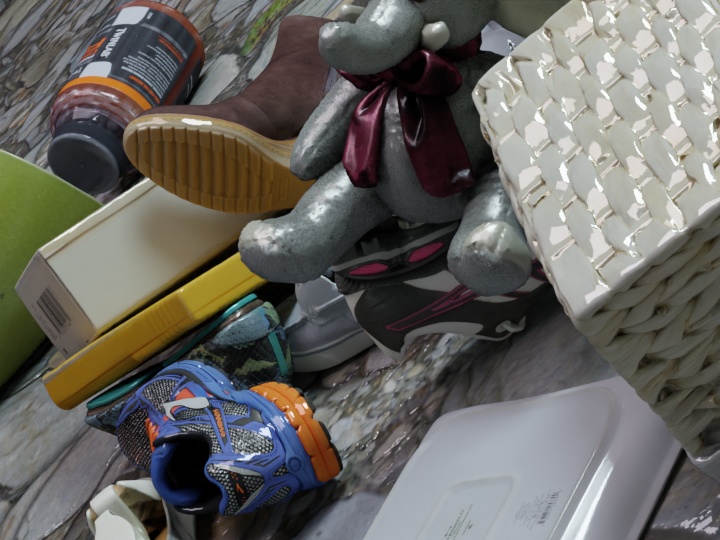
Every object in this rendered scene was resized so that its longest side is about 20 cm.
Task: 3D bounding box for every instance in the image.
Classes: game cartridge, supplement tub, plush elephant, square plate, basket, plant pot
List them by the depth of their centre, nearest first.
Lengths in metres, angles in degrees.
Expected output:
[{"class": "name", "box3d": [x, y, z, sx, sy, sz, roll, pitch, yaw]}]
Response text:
[{"class": "basket", "box3d": [0.143, -0.034, 0.893, 0.136, 0.123, 0.200, -40, 34, 16]}, {"class": "square plate", "box3d": [0.054, 0.125, 0.961, 0.198, 0.028, 0.200, -18, 34, 53]}, {"class": "plush elephant", "box3d": [0.031, -0.101, 1.041, 0.165, 0.155, 0.200, 8, 45, 37]}, {"class": "game cartridge", "box3d": [-0.096, 0.017, 1.351, 0.176, 0.032, 0.200, -33, 3, -37]}, {"class": "plant pot", "box3d": [-0.324, 0.013, 1.755, 0.187, 0.187, 0.200, 0, 64, 63]}, {"class": "supplement tub", "box3d": [-0.225, -0.160, 1.955, 0.107, 0.107, 0.200, -30, 25, 38]}]

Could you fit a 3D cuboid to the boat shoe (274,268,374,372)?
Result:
[{"class": "boat shoe", "box3d": [0.000, 0.000, 1.244, 0.201, 0.072, 0.070, -25, 28, 44]}]

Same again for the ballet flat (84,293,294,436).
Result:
[{"class": "ballet flat", "box3d": [-0.108, 0.080, 1.308, 0.200, 0.074, 0.074, -32, 23, 52]}]

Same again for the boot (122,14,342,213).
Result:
[{"class": "boot", "box3d": [-0.059, -0.114, 1.428, 0.166, 0.200, 0.072, -91, 13, -46]}]

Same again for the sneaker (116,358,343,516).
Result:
[{"class": "sneaker", "box3d": [-0.095, 0.100, 1.195, 0.078, 0.075, 0.200, -29, 13, -29]}]

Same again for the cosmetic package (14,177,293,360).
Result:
[{"class": "cosmetic package", "box3d": [-0.135, -0.025, 1.454, 0.200, 0.073, 0.104, -37, -2, -25]}]

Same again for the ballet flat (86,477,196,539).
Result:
[{"class": "ballet flat", "box3d": [-0.129, 0.154, 1.217, 0.067, 0.064, 0.200, -45, 19, 3]}]

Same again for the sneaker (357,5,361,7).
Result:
[{"class": "sneaker", "box3d": [0.061, -0.141, 1.338, 0.200, 0.086, 0.080, -20, 45, -34]}]

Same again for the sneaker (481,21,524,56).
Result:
[{"class": "sneaker", "box3d": [0.066, -0.112, 1.199, 0.200, 0.115, 0.075, -12, 5, 26]}]

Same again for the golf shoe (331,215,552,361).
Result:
[{"class": "golf shoe", "box3d": [0.084, -0.015, 1.114, 0.200, 0.088, 0.077, -14, 26, 15]}]
